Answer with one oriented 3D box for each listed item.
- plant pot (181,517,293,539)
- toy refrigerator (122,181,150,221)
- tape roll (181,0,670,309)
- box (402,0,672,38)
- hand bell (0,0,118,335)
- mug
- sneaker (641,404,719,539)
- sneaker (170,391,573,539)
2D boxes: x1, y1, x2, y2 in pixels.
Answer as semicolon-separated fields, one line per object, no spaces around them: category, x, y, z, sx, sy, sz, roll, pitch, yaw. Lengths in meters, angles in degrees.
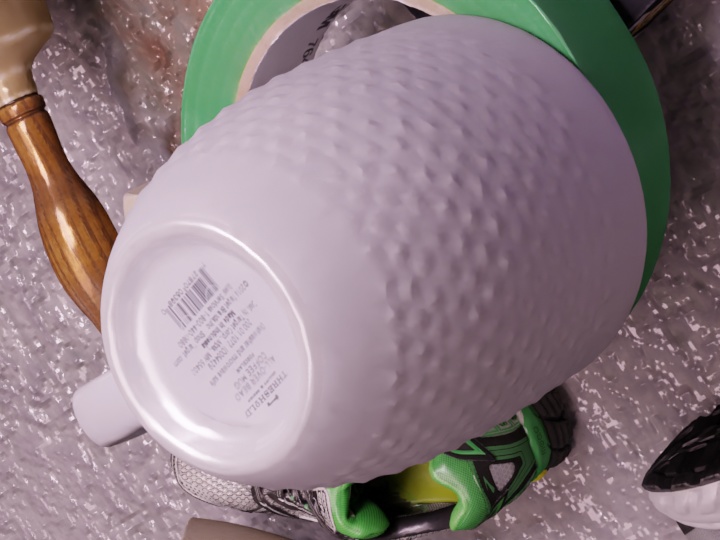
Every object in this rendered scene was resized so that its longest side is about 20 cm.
plant pot;-0.019;0.216;1.257;0.133;0.201;0.201;3;120;2
toy refrigerator;0.000;0.000;1.189;0.199;0.070;0.076;5;110;33
tape roll;0.023;-0.043;1.083;0.199;0.048;0.202;12;113;31
box;0.061;-0.186;1.055;0.200;0.050;0.199;48;131;5
hand bell;-0.145;-0.063;1.212;0.104;0.104;0.201;-23;90;41
mug;-0.021;0.011;0.991;0.200;0.175;0.148;-31;88;38
sneaker;0.207;0.084;1.090;0.199;0.074;0.080;-15;114;46
sneaker;-0.010;0.079;1.226;0.199;0.085;0.078;-7;110;39
